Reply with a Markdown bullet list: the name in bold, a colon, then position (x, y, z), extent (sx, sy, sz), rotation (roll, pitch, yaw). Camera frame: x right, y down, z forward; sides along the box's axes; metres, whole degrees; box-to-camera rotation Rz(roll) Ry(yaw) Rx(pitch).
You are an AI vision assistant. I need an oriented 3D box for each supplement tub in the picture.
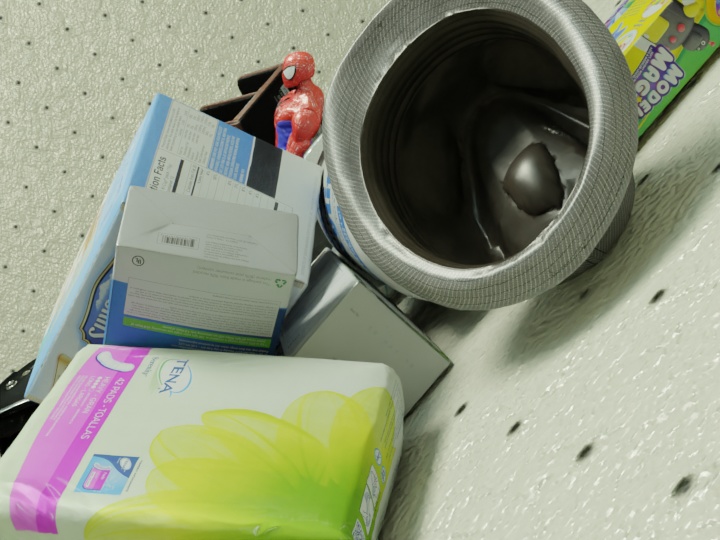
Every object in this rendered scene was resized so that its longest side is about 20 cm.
- **supplement tub**: position (0.039, -0.053, 0.840), extent (0.132, 0.132, 0.200), rotation (-49, 10, -3)

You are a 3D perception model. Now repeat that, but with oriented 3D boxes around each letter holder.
- **letter holder**: position (-0.094, -0.092, 1.253), extent (0.141, 0.201, 0.101), rotation (-6, 38, 42)

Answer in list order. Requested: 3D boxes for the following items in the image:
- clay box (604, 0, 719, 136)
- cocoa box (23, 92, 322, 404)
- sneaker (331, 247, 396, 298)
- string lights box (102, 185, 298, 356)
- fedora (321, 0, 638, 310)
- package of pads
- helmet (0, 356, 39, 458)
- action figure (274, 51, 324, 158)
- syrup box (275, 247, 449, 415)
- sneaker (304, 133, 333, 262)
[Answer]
- **clay box**: position (0.184, -0.143, 0.789), extent (0.200, 0.048, 0.115), rotation (-48, 10, -1)
- **cocoa box**: position (-0.131, 0.008, 0.850), extent (0.200, 0.130, 0.134), rotation (-55, 19, 35)
- **sneaker**: position (0.000, 0.000, 0.990), extent (0.200, 0.070, 0.080), rotation (-46, 3, 7)
- **string lights box**: position (-0.107, 0.052, 0.749), extent (0.059, 0.102, 0.201), rotation (-91, 15, -50)
- **fedora**: position (0.078, -0.065, 0.673), extent (0.177, 0.090, 0.200), rotation (-52, 51, 13)
- **package of pads**: position (-0.082, 0.106, 0.644), extent (0.155, 0.198, 0.069), rotation (-67, -23, -59)
- **helmet**: position (-0.218, 0.148, 1.018), extent (0.200, 0.200, 0.191), rotation (-47, 4, 7)
- **action figure**: position (-0.057, -0.071, 0.915), extent (0.066, 0.051, 0.201), rotation (-79, 2, -57)
- **syrup box**: position (-0.010, 0.047, 0.822), extent (0.082, 0.079, 0.200), rotation (-49, 10, 0)
- **sneaker**: position (-0.014, -0.043, 1.070), extent (0.071, 0.099, 0.201), rotation (15, 75, 55)
